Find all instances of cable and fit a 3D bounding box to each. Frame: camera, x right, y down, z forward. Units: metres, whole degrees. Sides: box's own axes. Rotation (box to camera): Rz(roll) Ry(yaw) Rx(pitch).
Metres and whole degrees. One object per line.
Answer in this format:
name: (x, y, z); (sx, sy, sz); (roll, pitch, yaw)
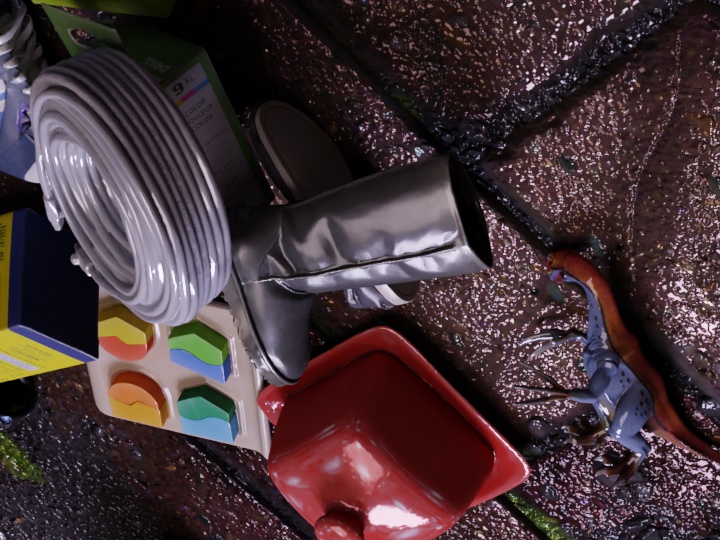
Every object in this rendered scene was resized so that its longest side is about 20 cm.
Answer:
cable: (-0.160, -0.056, 1.103); (0.200, 0.069, 0.201); (42, 151, 36)

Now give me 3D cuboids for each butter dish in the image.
butter dish: (0.006, 0.177, 1.346); (0.199, 0.148, 0.200); (45, 135, -15)

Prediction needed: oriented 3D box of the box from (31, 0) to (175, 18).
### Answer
box: (-0.212, -0.254, 1.091); (0.121, 0.048, 0.200); (10, 156, 22)

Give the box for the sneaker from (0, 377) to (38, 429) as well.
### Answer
sneaker: (-0.377, 0.140, 1.590); (0.089, 0.079, 0.200); (28, 138, 7)

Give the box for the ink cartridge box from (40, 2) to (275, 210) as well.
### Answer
ink cartridge box: (-0.147, -0.125, 1.176); (0.104, 0.059, 0.201); (27, 152, 45)

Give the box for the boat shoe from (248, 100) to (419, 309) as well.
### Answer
boat shoe: (-0.033, -0.043, 1.219); (0.062, 0.073, 0.200); (-18, 123, 36)

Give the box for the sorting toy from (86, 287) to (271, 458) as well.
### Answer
sorting toy: (-0.177, 0.091, 1.457); (0.199, 0.037, 0.186); (15, 136, 18)

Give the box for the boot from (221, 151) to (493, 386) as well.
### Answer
boot: (0.000, 0.002, 1.166); (0.199, 0.073, 0.182); (-13, 133, 11)

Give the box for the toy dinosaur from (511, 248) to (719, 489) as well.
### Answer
toy dinosaur: (0.192, 0.065, 1.216); (0.199, 0.105, 0.182); (-5, 123, -15)

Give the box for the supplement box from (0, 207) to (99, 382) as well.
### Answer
supplement box: (-0.338, 0.033, 1.390); (0.199, 0.110, 0.109); (-13, 156, 25)

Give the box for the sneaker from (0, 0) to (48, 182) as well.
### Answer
sneaker: (-0.255, -0.154, 1.248); (0.146, 0.081, 0.201); (18, 134, 2)
